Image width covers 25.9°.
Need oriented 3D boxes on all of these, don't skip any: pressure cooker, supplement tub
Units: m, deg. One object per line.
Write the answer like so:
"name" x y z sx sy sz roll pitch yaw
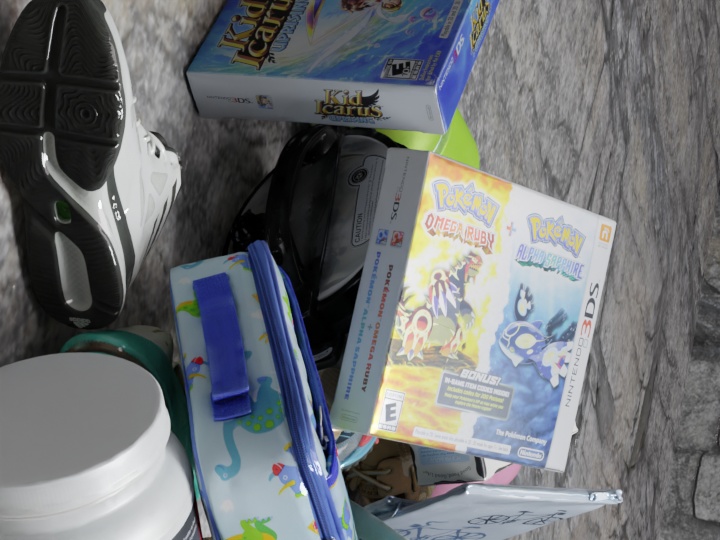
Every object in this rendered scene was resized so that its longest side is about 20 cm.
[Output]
"pressure cooker" -0.002 0.001 1.118 0.179 0.176 0.200 -46 129 -2
"supplement tub" -0.151 0.161 0.839 0.140 0.139 0.202 -52 143 -54

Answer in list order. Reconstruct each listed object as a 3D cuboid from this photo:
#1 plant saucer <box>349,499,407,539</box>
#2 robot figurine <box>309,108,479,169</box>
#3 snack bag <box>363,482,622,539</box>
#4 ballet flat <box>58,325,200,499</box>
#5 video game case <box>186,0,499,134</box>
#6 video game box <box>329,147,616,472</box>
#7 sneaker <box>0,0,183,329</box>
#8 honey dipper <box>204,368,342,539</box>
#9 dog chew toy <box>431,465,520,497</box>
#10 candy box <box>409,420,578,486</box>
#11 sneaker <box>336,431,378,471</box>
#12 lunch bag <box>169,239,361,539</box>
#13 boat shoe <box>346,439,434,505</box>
"plant saucer" 0.011 0.229 1.231 0.027 0.199 0.201 -51 148 -16
"robot figurine" 0.029 -0.103 1.277 0.200 0.115 0.177 47 47 -63
"snack bag" 0.092 0.206 1.334 0.187 0.199 0.022 9 65 -36
"ballet flat" -0.136 0.076 0.969 0.201 0.067 0.071 75 22 -53
"video game case" -0.001 -0.182 1.086 0.046 0.180 0.201 72 31 -44
"video game box" 0.080 0.031 1.044 0.199 0.047 0.184 15 83 -42
"sneaker" -0.151 -0.079 0.896 0.116 0.075 0.202 -67 162 -57
"honey dipper" -0.065 0.143 1.075 0.200 0.038 0.038 -50 178 32
"dog chew toy" 0.118 0.168 1.594 0.201 0.124 0.125 -59 148 -33
"candy box" 0.097 0.062 1.315 0.167 0.071 0.202 -15 93 -55
"sneaker" -0.027 0.076 1.262 0.201 0.079 0.096 -74 147 -46
"lunch bag" -0.058 0.092 0.909 0.201 0.082 0.162 -108 -177 -50
"boat shoe" 0.023 0.171 1.382 0.065 0.071 0.201 -64 151 -27
